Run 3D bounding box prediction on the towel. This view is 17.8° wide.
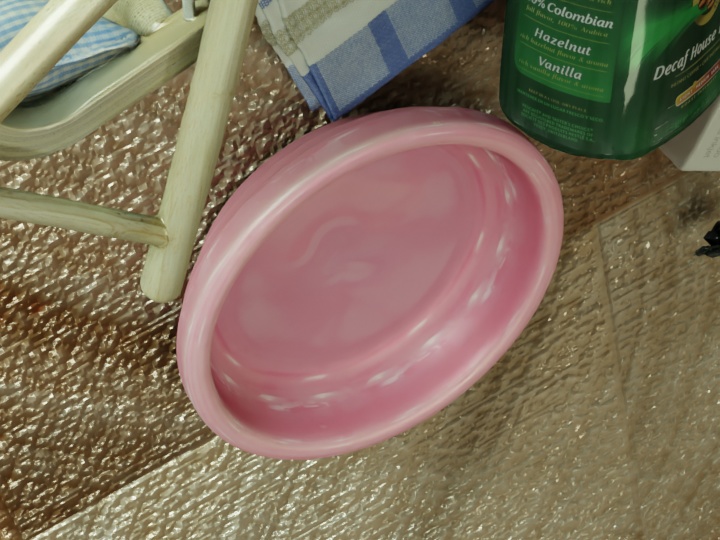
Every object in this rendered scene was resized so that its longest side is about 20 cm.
[{"bbox_3d":[0.005,-0.160,0.948,0.147,0.024,0.200,-37,143,-4],"label":"towel"}]

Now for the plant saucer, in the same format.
[{"bbox_3d":[0.000,0.000,1.081,0.200,0.051,0.201,-20,139,-19],"label":"plant saucer"}]

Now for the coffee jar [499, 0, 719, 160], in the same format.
[{"bbox_3d":[0.111,-0.153,0.964,0.104,0.085,0.200,-38,140,-37],"label":"coffee jar"}]

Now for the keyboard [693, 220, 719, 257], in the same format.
[{"bbox_3d":[0.237,-0.033,1.168,0.127,0.021,0.200,-15,175,-2],"label":"keyboard"}]

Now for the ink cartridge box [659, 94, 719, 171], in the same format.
[{"bbox_3d":[0.233,-0.127,1.105,0.200,0.084,0.146,-2,130,-36],"label":"ink cartridge box"}]

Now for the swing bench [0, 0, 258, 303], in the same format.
[{"bbox_3d":[-0.104,-0.132,0.751,0.130,0.199,0.200,10,121,-43],"label":"swing bench"}]
